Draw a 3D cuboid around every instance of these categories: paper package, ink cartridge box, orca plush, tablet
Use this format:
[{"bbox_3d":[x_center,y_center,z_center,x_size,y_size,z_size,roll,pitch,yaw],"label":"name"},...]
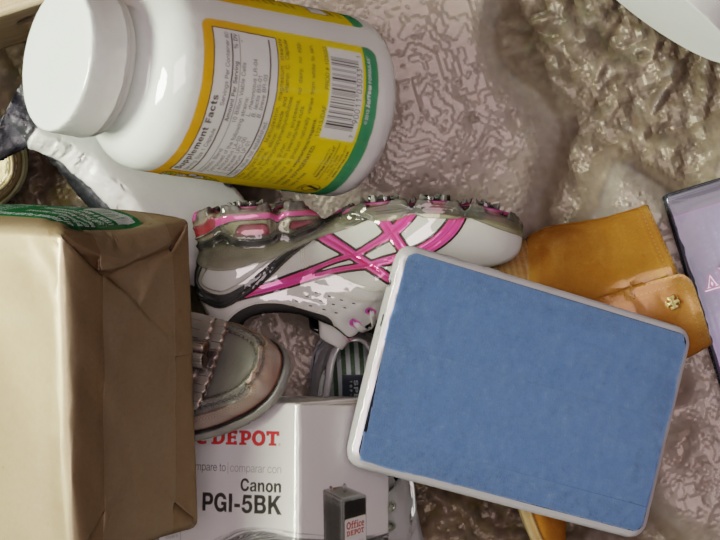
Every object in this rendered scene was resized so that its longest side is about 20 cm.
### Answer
[{"bbox_3d":[-0.199,0.058,1.308,0.199,0.103,0.191,5,100,38],"label":"paper package"},{"bbox_3d":[-0.062,0.174,1.366,0.146,0.083,0.201,-3,86,42],"label":"ink cartridge box"},{"bbox_3d":[-0.144,-0.036,1.413,0.199,0.071,0.106,18,67,-28],"label":"orca plush"},{"bbox_3d":[0.095,0.072,1.359,0.199,0.014,0.131,16,85,-23],"label":"tablet"}]

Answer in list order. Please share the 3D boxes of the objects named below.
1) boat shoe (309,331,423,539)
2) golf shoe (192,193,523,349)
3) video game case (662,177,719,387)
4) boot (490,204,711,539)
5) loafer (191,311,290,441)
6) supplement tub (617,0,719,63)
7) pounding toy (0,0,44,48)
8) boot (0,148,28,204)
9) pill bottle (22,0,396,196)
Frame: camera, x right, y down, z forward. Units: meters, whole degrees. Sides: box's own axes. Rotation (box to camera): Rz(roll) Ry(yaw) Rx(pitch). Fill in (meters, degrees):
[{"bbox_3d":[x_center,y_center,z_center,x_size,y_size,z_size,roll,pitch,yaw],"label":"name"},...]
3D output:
[{"bbox_3d":[-0.004,0.135,1.412,0.073,0.067,0.201,-10,87,-1],"label":"boat shoe"},{"bbox_3d":[0.000,0.000,1.391,0.199,0.073,0.093,-4,89,-7],"label":"golf shoe"},{"bbox_3d":[0.284,0.029,1.445,0.142,0.019,0.201,-17,88,-1],"label":"video game case"},{"bbox_3d":[0.146,0.068,1.415,0.143,0.071,0.202,-14,83,-1],"label":"boot"},{"bbox_3d":[-0.131,0.055,1.349,0.063,0.200,0.072,41,61,-39],"label":"loafer"},{"bbox_3d":[0.233,-0.240,1.394,0.145,0.145,0.200,36,88,1],"label":"supplement tub"},{"bbox_3d":[-0.215,-0.212,1.389,0.199,0.142,0.185,-18,87,-2],"label":"pounding toy"},{"bbox_3d":[-0.303,-0.057,1.372,0.199,0.155,0.072,-9,85,1],"label":"boot"},{"bbox_3d":[-0.089,-0.108,1.358,0.199,0.113,0.113,7,87,-35],"label":"pill bottle"}]
